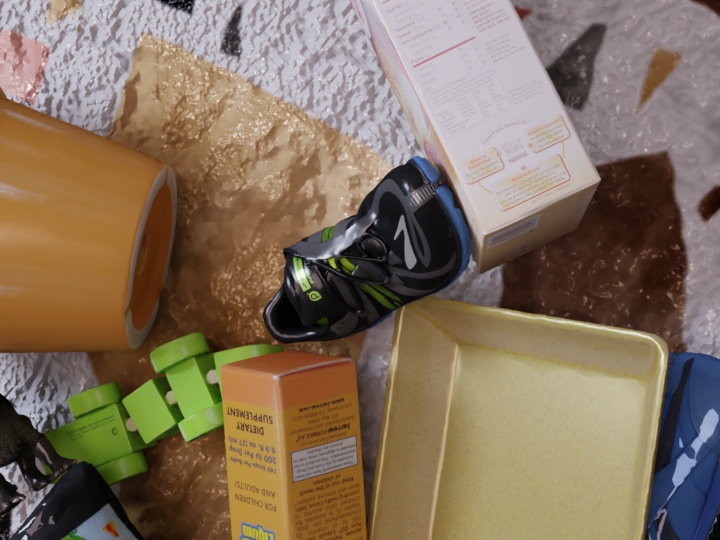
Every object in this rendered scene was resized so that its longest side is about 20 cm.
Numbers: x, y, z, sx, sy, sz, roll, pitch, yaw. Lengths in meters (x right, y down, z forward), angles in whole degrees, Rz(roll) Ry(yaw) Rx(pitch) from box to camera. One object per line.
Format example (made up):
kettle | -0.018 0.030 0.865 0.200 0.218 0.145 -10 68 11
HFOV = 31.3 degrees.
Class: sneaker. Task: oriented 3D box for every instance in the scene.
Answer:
sneaker | 0.179 0.146 0.773 0.078 0.066 0.200 20 94 26
sneaker | 0.000 0.000 0.773 0.071 0.083 0.200 61 145 10

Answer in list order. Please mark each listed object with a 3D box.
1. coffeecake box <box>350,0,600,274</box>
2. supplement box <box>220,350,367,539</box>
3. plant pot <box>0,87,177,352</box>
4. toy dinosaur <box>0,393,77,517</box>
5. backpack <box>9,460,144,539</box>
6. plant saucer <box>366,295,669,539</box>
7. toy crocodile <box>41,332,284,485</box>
coffeecake box | 0.060 -0.111 0.761 0.073 0.154 0.200 -25 81 1
supplement box | -0.040 0.155 0.816 0.066 0.069 0.200 3 101 49
plant pot | -0.225 -0.025 0.850 0.183 0.200 0.201 10 92 2
toy dinosaur | -0.252 0.112 0.865 0.077 0.200 0.102 -35 90 -17
backpack | -0.163 0.251 0.837 0.200 0.154 0.163 40 135 -5
plant saucer | 0.097 0.125 0.776 0.200 0.048 0.200 9 92 43
toy crocodile | -0.140 0.097 0.881 0.200 0.062 0.068 -28 81 20
